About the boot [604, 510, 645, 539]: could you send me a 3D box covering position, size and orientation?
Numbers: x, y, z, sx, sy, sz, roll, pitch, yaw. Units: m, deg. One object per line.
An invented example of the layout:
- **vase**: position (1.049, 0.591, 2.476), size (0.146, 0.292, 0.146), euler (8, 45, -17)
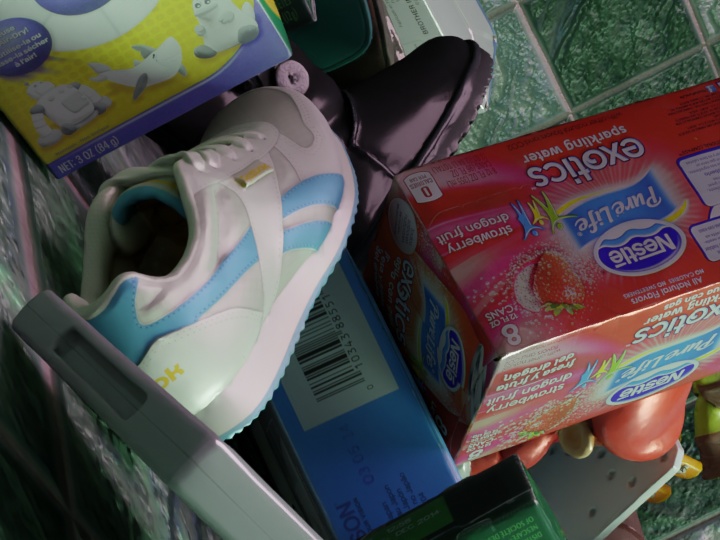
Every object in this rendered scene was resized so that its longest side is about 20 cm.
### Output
- **boot**: position (0.085, 0.187, 1.144), size (0.070, 0.200, 0.146), euler (28, 43, -15)

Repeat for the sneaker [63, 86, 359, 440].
- **sneaker**: position (-0.058, -0.020, 0.821), size (0.081, 0.076, 0.200), euler (56, 29, -29)

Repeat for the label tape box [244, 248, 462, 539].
- **label tape box**: position (-0.013, 0.082, 0.963), size (0.144, 0.063, 0.200), euler (64, -11, 10)

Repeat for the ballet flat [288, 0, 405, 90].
- **ballet flat**: position (-0.005, -0.107, 1.091), size (0.064, 0.067, 0.200), euler (-59, 128, -67)

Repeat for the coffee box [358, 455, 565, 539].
- **coffee box**: position (0.057, 0.187, 0.849), size (0.200, 0.123, 0.044), euler (59, 4, -22)

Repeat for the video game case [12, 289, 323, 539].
- **video game case**: position (-0.019, 0.097, 0.667), size (0.200, 0.022, 0.182), euler (47, -8, -25)

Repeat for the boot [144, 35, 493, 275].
- **boot**: position (-0.044, -0.106, 0.968), size (0.200, 0.066, 0.165), euler (36, 47, -11)

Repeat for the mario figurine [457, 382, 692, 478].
- **mario figurine**: position (0.079, 0.045, 1.031), size (0.106, 0.200, 0.124), euler (12, 70, -36)

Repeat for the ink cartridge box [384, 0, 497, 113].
- **ink cartridge box**: position (-0.037, -0.141, 1.245), size (0.136, 0.200, 0.076), euler (59, 28, -34)

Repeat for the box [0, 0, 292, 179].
- **box**: position (-0.119, -0.133, 0.800), size (0.200, 0.117, 0.048), euler (56, 9, -45)

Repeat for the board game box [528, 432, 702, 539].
- **board game box**: position (0.078, 0.098, 1.116), size (0.026, 0.200, 0.200), euler (27, 28, -34)

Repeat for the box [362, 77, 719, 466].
- **box**: position (0.111, -0.004, 0.908), size (0.100, 0.200, 0.095), euler (60, -26, 27)

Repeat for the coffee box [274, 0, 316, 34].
- **coffee box**: position (-0.119, -0.183, 0.997), size (0.044, 0.123, 0.200), euler (-98, 162, -62)

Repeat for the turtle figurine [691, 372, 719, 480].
- **turtle figurine**: position (0.181, 0.022, 1.042), size (0.200, 0.064, 0.161), euler (-23, -97, 60)
